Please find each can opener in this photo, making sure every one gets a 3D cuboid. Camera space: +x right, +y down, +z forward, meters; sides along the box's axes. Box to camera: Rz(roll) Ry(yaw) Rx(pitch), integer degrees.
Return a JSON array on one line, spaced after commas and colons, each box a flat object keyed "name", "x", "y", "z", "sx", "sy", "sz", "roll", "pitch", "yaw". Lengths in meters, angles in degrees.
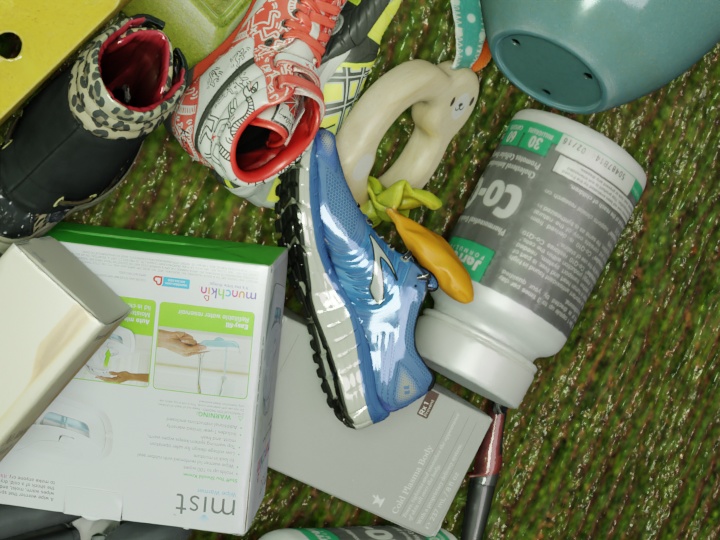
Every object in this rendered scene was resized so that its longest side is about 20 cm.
[{"name": "can opener", "x": -0.195, "y": 0.176, "z": 1.013, "sx": 0.199, "sy": 0.067, "sz": 0.054, "roll": -7, "pitch": 116, "yaw": -52}]

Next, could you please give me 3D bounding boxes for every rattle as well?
[{"name": "rattle", "x": 0.076, "y": -0.098, "z": 1.071, "sx": 0.200, "sy": 0.142, "sz": 0.131, "roll": -42, "pitch": 135, "yaw": -22}]

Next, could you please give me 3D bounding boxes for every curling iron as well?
[{"name": "curling iron", "x": 0.096, "y": 0.159, "z": 1.199, "sx": 0.049, "sy": 0.025, "sz": 0.202, "roll": -8, "pitch": 111, "yaw": -62}]

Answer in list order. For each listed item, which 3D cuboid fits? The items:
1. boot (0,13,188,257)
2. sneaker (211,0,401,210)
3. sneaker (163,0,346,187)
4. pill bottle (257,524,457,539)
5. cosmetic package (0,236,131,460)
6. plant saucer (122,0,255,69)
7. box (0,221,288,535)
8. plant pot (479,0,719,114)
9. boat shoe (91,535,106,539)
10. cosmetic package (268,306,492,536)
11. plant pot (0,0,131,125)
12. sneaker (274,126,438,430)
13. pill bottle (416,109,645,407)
[{"name": "boot", "x": -0.150, "y": -0.100, "z": 0.918, "sx": 0.074, "sy": 0.153, "sz": 0.204, "roll": 47, "pitch": 35, "yaw": -8}, {"name": "sneaker", "x": -0.030, "y": -0.133, "z": 1.069, "sx": 0.201, "sy": 0.075, "sz": 0.076, "roll": -55, "pitch": 137, "yaw": -4}, {"name": "sneaker", "x": -0.040, "y": -0.146, "z": 0.981, "sx": 0.202, "sy": 0.108, "sz": 0.067, "roll": -51, "pitch": 132, "yaw": 2}, {"name": "pill bottle", "x": -0.021, "y": 0.245, "z": 1.101, "sx": 0.199, "sy": 0.113, "sz": 0.114, "roll": 5, "pitch": 98, "yaw": -35}, {"name": "cosmetic package", "x": -0.230, "y": 0.078, "z": 0.878, "sx": 0.071, "sy": 0.105, "sz": 0.200, "roll": 42, "pitch": 94, "yaw": -2}, {"name": "plant saucer", "x": -0.103, "y": -0.261, "z": 1.011, "sx": 0.200, "sy": 0.048, "sz": 0.200, "roll": -50, "pitch": 116, "yaw": -9}, {"name": "box", "x": -0.156, "y": 0.066, "z": 0.976, "sx": 0.198, "sy": 0.097, "sz": 0.178, "roll": 6, "pitch": 99, "yaw": 4}, {"name": "plant pot", "x": 0.161, "y": -0.191, "z": 1.053, "sx": 0.200, "sy": 0.200, "sz": 0.135, "roll": 40, "pitch": 70, "yaw": -26}, {"name": "boat shoe", "x": -0.223, "y": 0.237, "z": 1.048, "sx": 0.199, "sy": 0.069, "sz": 0.057, "roll": -8, "pitch": 130, "yaw": -27}, {"name": "cosmetic package", "x": -0.016, "y": 0.105, "z": 1.104, "sx": 0.199, "sy": 0.090, "sz": 0.107, "roll": 26, "pitch": 92, "yaw": -30}, {"name": "plant pot", "x": -0.235, "y": -0.180, "z": 0.865, "sx": 0.200, "sy": 0.177, "sz": 0.200, "roll": -42, "pitch": 115, "yaw": 4}, {"name": "sneaker", "x": 0.000, "y": 0.000, "z": 1.013, "sx": 0.089, "sy": 0.079, "sz": 0.201, "roll": -16, "pitch": 93, "yaw": -15}, {"name": "pill bottle", "x": 0.121, "y": -0.008, "z": 1.120, "sx": 0.113, "sy": 0.113, "sz": 0.201, "roll": 31, "pitch": 83, "yaw": -27}]
